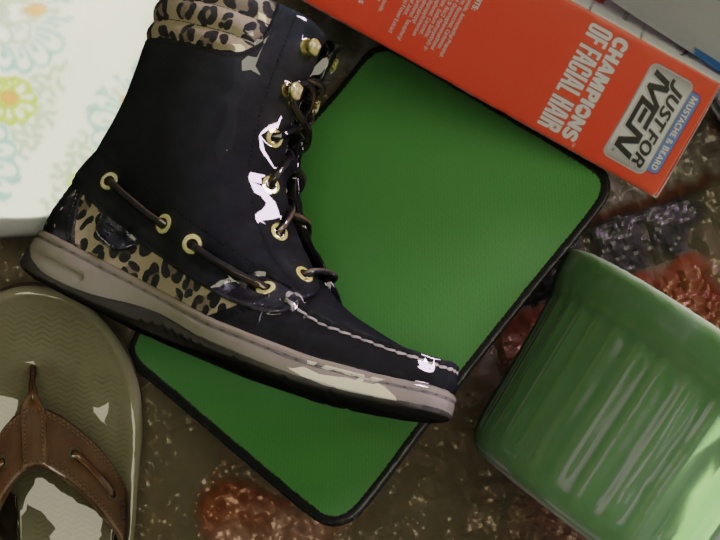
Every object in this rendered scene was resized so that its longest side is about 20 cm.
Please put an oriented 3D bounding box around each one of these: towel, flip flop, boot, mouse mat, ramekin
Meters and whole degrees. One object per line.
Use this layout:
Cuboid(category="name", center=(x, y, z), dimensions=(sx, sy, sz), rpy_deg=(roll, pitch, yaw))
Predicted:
Cuboid(category="towel", center=(-0.151, -0.101, 0.860), dimensions=(0.198, 0.048, 0.173), rpy_deg=(-4, 89, -7))
Cuboid(category="flip flop", center=(-0.140, 0.106, 0.836), dimensions=(0.080, 0.058, 0.202), rpy_deg=(1, 87, -4))
Cuboid(category="boot", center=(-0.032, -0.032, 0.793), dimensions=(0.202, 0.073, 0.155), rpy_deg=(20, 82, 17))
Cuboid(category="mouse mat", center=(0.000, 0.000, 0.839), dimensions=(0.161, 0.008, 0.200), rpy_deg=(35, 81, 36))
Cuboid(category="ramekin", center=(0.145, 0.088, 0.808), dimensions=(0.199, 0.200, 0.098), rpy_deg=(36, 89, -3))

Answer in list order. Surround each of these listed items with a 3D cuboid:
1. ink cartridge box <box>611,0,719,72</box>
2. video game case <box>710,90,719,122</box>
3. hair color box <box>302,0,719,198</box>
Cuboid(category="ink cartridge box", center=(0.197, -0.179, 0.810), dimensions=(0.146, 0.086, 0.201), rpy_deg=(32, 54, -6))
Cuboid(category="video game case", center=(0.249, -0.090, 0.911), dimensions=(0.143, 0.018, 0.201), rpy_deg=(-34, 97, -9))
Cuboid(category="hair color box", center=(0.065, -0.119, 0.841), dimensions=(0.199, 0.111, 0.064), rpy_deg=(29, 111, 2))
